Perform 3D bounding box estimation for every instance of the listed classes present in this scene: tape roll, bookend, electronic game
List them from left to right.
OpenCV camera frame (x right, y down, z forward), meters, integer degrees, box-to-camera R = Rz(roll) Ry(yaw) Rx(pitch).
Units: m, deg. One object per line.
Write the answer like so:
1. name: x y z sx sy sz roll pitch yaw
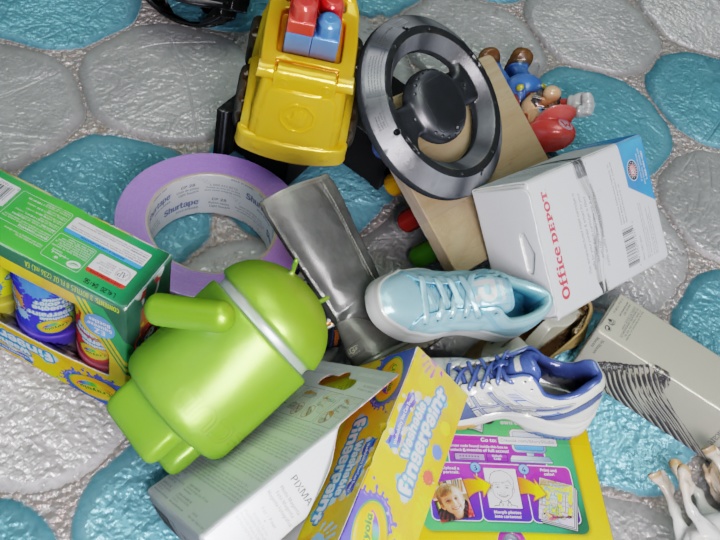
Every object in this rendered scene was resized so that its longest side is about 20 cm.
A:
1. tape roll: -0.159 -0.032 0.922 0.199 0.066 0.201 7 52 -9
2. bookend: -0.035 -0.161 1.036 0.200 0.092 0.199 37 57 10
3. electronic game: 0.076 -0.171 0.905 0.199 0.042 0.201 11 72 -37

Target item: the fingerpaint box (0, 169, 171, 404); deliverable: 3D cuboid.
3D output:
1. fingerpaint box: -0.277 0.019 0.776 0.199 0.167 0.073 27 49 7

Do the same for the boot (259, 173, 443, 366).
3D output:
1. boot: 0.002 -0.001 0.857 0.201 0.072 0.182 57 30 9

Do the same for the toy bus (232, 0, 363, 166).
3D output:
1. toy bus: -0.056 -0.243 0.911 0.135 0.192 0.201 9 58 -7

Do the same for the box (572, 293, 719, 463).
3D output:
1. box: 0.332 0.119 0.914 0.199 0.082 0.068 34 52 15

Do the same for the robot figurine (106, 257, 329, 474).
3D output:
1. robot figurine: -0.111 0.074 0.724 0.200 0.176 0.116 -43 61 -6

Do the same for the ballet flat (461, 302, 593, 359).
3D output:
1. ballet flat: 0.172 0.078 0.917 0.199 0.063 0.069 -30 67 -31

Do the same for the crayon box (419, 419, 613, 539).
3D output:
1. crayon box: 0.121 0.202 0.810 0.199 0.058 0.173 5 48 -10

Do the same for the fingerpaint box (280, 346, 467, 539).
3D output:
1. fingerpaint box: -0.016 0.178 0.721 0.073 0.166 0.201 44 47 -20

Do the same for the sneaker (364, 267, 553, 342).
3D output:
1. sneaker: 0.099 0.023 0.817 0.199 0.082 0.074 3 64 -36

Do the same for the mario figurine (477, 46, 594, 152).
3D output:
1. mario figurine: 0.233 -0.242 1.153 0.123 0.106 0.201 -30 49 8

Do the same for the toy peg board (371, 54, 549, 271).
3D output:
1. toy peg board: 0.105 -0.110 0.988 0.199 0.098 0.200 -30 91 -33

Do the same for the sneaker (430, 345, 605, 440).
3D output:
1. sneaker: 0.128 0.099 0.803 0.199 0.088 0.076 5 46 -7

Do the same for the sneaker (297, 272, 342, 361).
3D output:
1. sneaker: -0.067 0.057 0.865 0.200 0.079 0.079 -31 59 -33

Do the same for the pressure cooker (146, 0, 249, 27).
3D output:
1. pressure cooker: -0.213 -0.424 1.136 0.177 0.201 0.176 7 18 -20

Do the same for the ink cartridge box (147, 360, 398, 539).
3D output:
1. ink cartridge box: -0.068 0.156 0.722 0.199 0.162 0.057 -31 103 -24

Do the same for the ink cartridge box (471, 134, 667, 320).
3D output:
1. ink cartridge box: 0.230 -0.049 0.937 0.199 0.083 0.146 -23 102 -34

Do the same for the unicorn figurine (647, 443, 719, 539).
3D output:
1. unicorn figurine: 0.317 0.247 0.805 0.199 0.074 0.138 -12 75 -32
